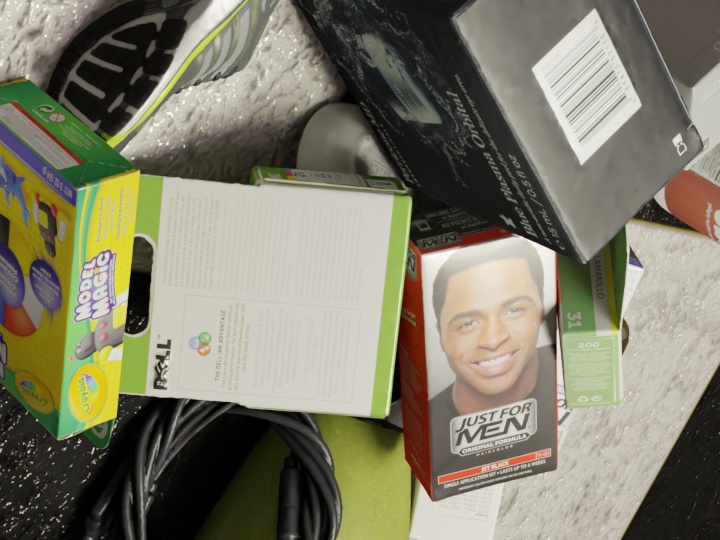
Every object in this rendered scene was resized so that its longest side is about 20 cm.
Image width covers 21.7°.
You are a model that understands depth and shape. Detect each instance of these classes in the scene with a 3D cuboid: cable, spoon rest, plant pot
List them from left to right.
[{"bbox_3d":[-0.093,0.167,1.314,0.201,0.163,0.051,-54,172,-9],"label":"cable"},{"bbox_3d":[-0.037,0.202,1.407,0.187,0.186,0.202,20,90,-55],"label":"plant pot"},{"bbox_3d":[0.028,-0.040,1.314,0.199,0.060,0.100,35,60,-30],"label":"spoon rest"}]

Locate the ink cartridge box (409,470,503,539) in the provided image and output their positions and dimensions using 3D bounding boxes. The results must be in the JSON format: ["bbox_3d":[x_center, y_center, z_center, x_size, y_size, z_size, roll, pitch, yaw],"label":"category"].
[{"bbox_3d":[0.074,0.132,1.453,0.067,0.116,0.202,8,110,-5],"label":"ink cartridge box"}]

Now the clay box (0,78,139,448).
[{"bbox_3d":[-0.185,0.005,1.092,0.047,0.115,0.202,-19,133,-38],"label":"clay box"}]

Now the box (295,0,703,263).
[{"bbox_3d":[0.079,-0.133,1.164,0.117,0.200,0.197,-42,125,-14],"label":"box"}]

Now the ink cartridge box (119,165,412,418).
[{"bbox_3d":[-0.074,0.008,1.217,0.198,0.076,0.149,5,101,-6],"label":"ink cartridge box"}]

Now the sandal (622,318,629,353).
[{"bbox_3d":[0.143,0.095,1.625,0.200,0.055,0.082,-40,140,6],"label":"sandal"}]

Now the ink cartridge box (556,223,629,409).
[{"bbox_3d":[0.156,-0.016,1.296,0.047,0.147,0.201,-5,147,5],"label":"ink cartridge box"}]

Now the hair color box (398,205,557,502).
[{"bbox_3d":[0.081,0.053,1.304,0.100,0.061,0.202,-13,120,-14],"label":"hair color box"}]

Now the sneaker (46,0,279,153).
[{"bbox_3d":[-0.104,-0.130,1.110,0.200,0.074,0.081,-47,149,-6],"label":"sneaker"}]

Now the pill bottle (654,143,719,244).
[{"bbox_3d":[0.281,-0.071,1.355,0.112,0.199,0.113,-31,140,-31],"label":"pill bottle"}]

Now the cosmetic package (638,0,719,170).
[{"bbox_3d":[0.185,-0.170,1.300,0.107,0.199,0.091,-40,145,-24],"label":"cosmetic package"}]

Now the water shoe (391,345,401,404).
[{"bbox_3d":[-0.008,0.058,1.348,0.199,0.078,0.072,18,74,-46],"label":"water shoe"}]

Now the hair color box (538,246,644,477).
[{"bbox_3d":[0.137,0.058,1.526,0.108,0.065,0.202,17,109,-15],"label":"hair color box"}]

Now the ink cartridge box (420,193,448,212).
[{"bbox_3d":[0.142,-0.110,1.406,0.199,0.084,0.146,-34,142,-26],"label":"ink cartridge box"}]
